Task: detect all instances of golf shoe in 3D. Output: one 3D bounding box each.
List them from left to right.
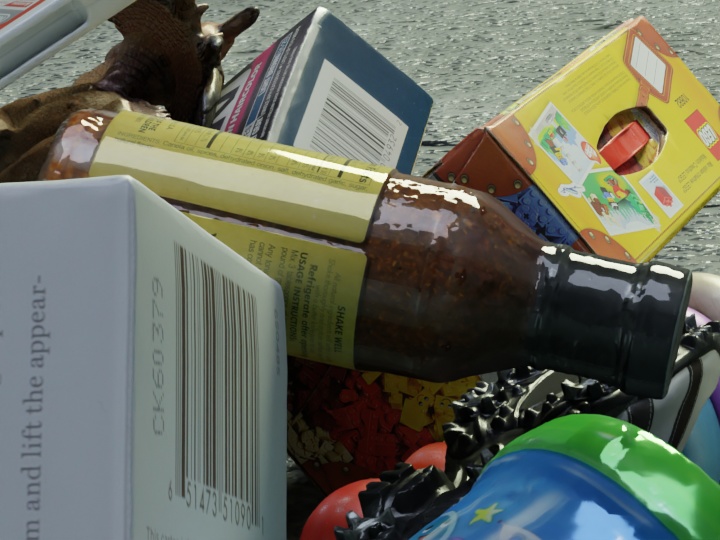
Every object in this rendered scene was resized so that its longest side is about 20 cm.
[{"bbox_3d":[0.063,0.082,0.940,0.077,0.095,0.200,-12,16,39],"label":"golf shoe"}]

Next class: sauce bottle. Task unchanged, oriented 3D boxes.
[{"bbox_3d":[0.000,0.000,0.913,0.199,0.066,0.066,15,19,9],"label":"sauce bottle"}]

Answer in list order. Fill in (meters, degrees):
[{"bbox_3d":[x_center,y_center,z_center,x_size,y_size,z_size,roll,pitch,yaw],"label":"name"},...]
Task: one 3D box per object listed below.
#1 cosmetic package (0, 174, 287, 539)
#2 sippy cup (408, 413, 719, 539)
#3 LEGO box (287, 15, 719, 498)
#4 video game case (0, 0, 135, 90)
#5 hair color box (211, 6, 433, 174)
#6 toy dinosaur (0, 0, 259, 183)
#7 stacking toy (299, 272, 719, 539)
[{"bbox_3d":[-0.134,0.073,0.816,0.199,0.166,0.165,-3,-11,13],"label":"cosmetic package"},{"bbox_3d":[0.033,0.124,0.754,0.130,0.178,0.140,-27,52,-27],"label":"sippy cup"},{"bbox_3d":[0.054,-0.006,1.154,0.149,0.077,0.200,-42,-2,27],"label":"LEGO box"},{"bbox_3d":[-0.160,-0.066,0.985,0.200,0.018,0.143,-36,25,-25],"label":"video game case"},{"bbox_3d":[-0.066,-0.001,1.102,0.200,0.060,0.100,-37,23,38],"label":"hair color box"},{"bbox_3d":[-0.088,-0.036,1.011,0.135,0.086,0.200,-25,38,4],"label":"toy dinosaur"},{"bbox_3d":[0.062,0.074,1.025,0.199,0.086,0.085,-26,24,-34],"label":"stacking toy"}]
